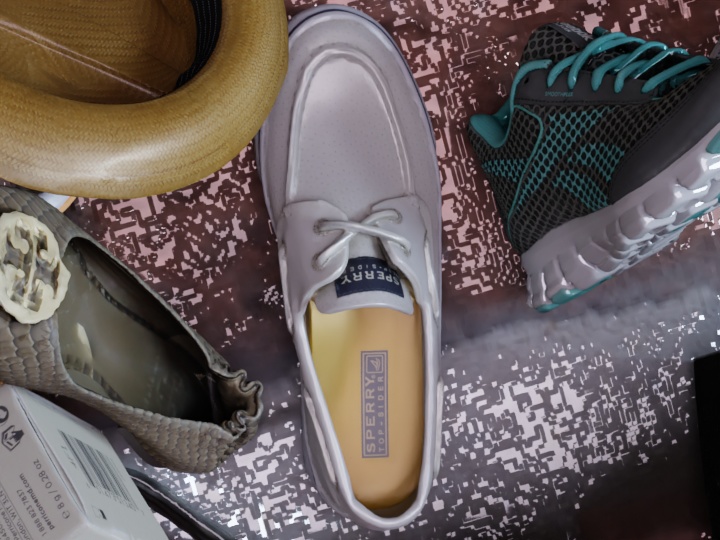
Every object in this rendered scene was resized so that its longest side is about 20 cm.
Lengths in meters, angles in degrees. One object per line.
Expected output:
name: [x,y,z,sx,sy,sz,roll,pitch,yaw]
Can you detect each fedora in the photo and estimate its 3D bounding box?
fedora: [-0.127,-0.096,0.887,0.200,0.082,0.201,14,57,-22]

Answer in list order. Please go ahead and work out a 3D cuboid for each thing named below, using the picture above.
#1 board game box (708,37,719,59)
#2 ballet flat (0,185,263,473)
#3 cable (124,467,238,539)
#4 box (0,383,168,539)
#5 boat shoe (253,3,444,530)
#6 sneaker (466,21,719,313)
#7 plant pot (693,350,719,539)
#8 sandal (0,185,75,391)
board game box: [0.204,-0.146,0.923,0.034,0.134,0.200,30,89,-9]
ballet flat: [-0.085,0.025,0.872,0.046,0.200,0.068,1,67,25]
cable: [-0.049,0.123,0.963,0.200,0.050,0.097,0,79,-21]
box: [-0.169,0.132,0.889,0.200,0.082,0.068,-37,63,5]
boat shoe: [0.000,0.000,0.935,0.071,0.070,0.200,-3,95,-8]
sneaker: [0.091,-0.053,0.891,0.078,0.200,0.091,-28,85,-29]
plant pot: [0.239,0.119,0.898,0.199,0.200,0.178,5,82,-9]
sandal: [-0.160,0.048,0.916,0.059,0.079,0.207,41,96,-11]
